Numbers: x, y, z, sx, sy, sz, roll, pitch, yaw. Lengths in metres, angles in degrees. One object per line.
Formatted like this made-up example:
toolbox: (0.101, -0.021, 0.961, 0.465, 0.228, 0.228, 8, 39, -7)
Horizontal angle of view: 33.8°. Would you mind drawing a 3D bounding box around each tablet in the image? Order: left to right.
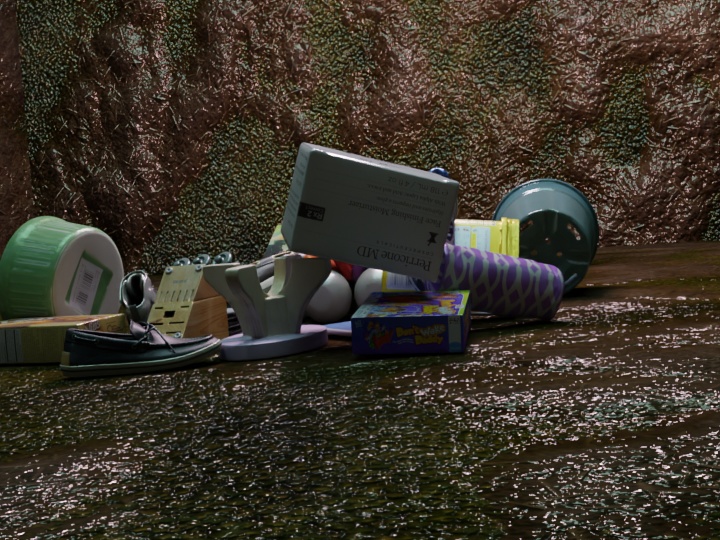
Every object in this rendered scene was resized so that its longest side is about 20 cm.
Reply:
tablet: (0.037, 0.080, 1.626, 0.129, 0.014, 0.199, -7, 4, -33)

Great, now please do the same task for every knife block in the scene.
knife block: (-0.224, 0.084, 1.655, 0.063, 0.177, 0.202, -4, 48, 18)

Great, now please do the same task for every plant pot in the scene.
plant pot: (0.321, -0.047, 2.055, 0.197, 0.204, 0.196, -4, 11, 9)

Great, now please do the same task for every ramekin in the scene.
ramekin: (-0.449, 0.021, 1.805, 0.096, 0.204, 0.199, 5, 7, 26)

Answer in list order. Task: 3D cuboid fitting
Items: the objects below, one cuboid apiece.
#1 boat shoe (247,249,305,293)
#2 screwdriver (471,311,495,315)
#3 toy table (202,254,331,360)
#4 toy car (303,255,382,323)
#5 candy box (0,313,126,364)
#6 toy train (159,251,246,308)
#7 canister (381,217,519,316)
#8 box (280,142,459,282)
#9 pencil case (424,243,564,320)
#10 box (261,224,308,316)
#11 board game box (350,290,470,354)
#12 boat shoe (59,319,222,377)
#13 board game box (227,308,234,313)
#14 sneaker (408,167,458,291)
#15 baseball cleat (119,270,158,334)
boat shoe: (-0.127, -0.004, 1.945, 0.200, 0.061, 0.072, -26, -23, -38)
screwdriver: (0.161, 0.060, 1.697, 0.197, 0.028, 0.029, -4, 32, 11)
toy table: (-0.119, 0.046, 1.547, 0.181, 0.119, 0.200, -4, 4, 12)
toy car: (0.000, 0.000, 1.881, 0.197, 0.153, 0.175, -4, 3, 15)
candy box: (-0.439, 0.096, 1.652, 0.197, 0.056, 0.115, -4, 3, 24)
toy train: (-0.278, 0.035, 2.073, 0.198, 0.085, 0.115, -7, 45, 37)
canister: (0.134, -0.010, 1.751, 0.196, 0.150, 0.087, 3, -35, 5)
box: (0.007, -0.079, 1.546, 0.196, 0.133, 0.200, 12, 7, -9)
pencil case: (0.179, 0.015, 1.616, 0.197, 0.085, 0.085, 13, 6, -17)
box: (-0.111, -0.003, 2.063, 0.142, 0.037, 0.202, -4, 44, 26)
board game box: (0.067, 0.062, 1.468, 0.132, 0.046, 0.200, -1, 7, 8)
boat shoe: (-0.267, 0.091, 1.445, 0.197, 0.063, 0.075, -4, 1, -12)
board game box: (-0.203, 0.080, 1.874, 0.197, 0.026, 0.200, -4, 3, 13)
sneaker: (0.102, -0.058, 1.682, 0.076, 0.203, 0.086, -1, -31, 4)
baseball cleat: (-0.309, 0.041, 1.745, 0.069, 0.108, 0.200, -15, 17, -2)
